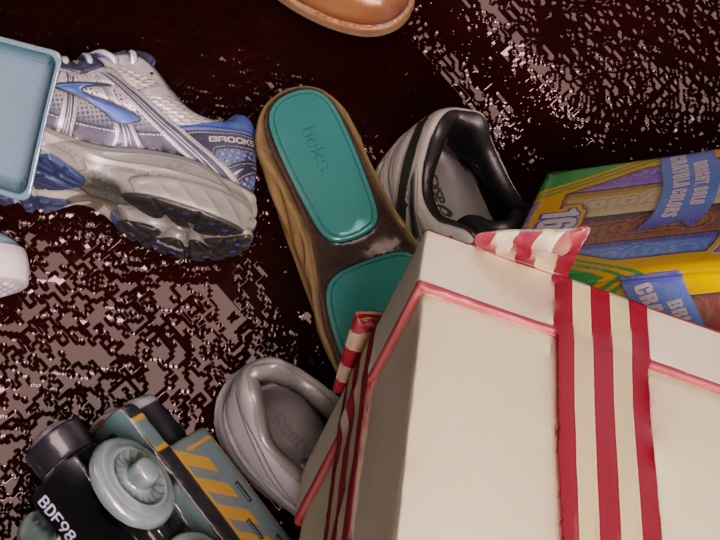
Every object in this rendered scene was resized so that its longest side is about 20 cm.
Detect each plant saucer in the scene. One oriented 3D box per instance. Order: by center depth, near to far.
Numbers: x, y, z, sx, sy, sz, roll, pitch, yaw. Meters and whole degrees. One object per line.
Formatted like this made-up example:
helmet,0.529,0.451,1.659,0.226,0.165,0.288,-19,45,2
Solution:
plant saucer,-0.238,-0.091,0.734,0.198,0.019,0.070,15,97,2

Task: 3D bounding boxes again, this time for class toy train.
toy train,-0.073,0.146,0.743,0.200,0.085,0.114,50,25,7

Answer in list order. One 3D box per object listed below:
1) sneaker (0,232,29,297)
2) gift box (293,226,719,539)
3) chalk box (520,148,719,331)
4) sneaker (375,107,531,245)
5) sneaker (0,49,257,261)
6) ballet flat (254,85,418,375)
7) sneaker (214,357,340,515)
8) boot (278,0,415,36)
sneaker,-0.253,-0.036,0.755,0.198,0.074,0.083,10,78,-13
gift box,0.078,0.100,0.628,0.183,0.200,0.187,22,41,-12
chalk box,0.181,0.021,0.743,0.124,0.199,0.125,-57,134,-53
sneaker,0.060,0.012,0.808,0.075,0.088,0.201,-14,74,-24
sneaker,-0.142,-0.074,0.805,0.199,0.077,0.086,22,61,-17
ballet flat,0.000,0.000,0.805,0.068,0.063,0.201,-15,67,-11
sneaker,0.004,0.118,0.766,0.200,0.087,0.075,40,77,7
boot,-0.029,-0.225,0.821,0.076,0.155,0.201,-34,87,-21
